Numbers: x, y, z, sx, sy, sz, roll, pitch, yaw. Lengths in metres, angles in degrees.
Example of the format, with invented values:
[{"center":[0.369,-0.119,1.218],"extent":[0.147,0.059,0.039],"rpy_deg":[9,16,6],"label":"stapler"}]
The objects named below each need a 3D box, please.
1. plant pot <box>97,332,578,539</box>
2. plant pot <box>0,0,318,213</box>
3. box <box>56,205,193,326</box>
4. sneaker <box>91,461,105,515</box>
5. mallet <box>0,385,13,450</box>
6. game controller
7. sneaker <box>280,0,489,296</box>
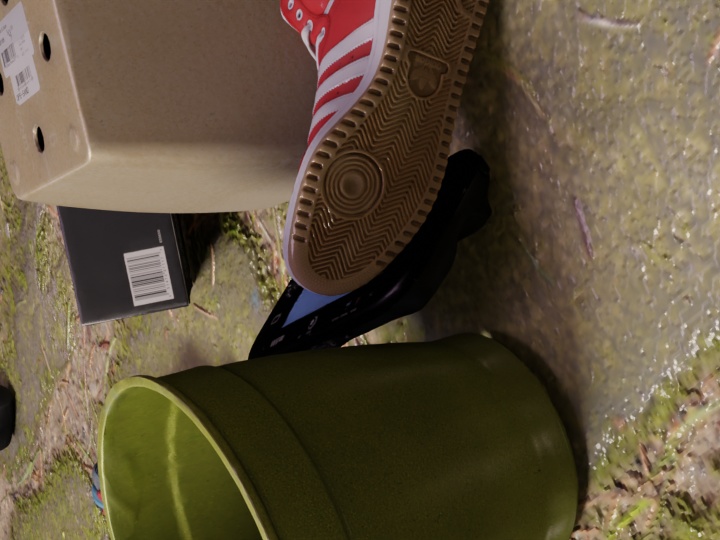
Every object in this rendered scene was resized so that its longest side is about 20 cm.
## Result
[{"center":[-0.001,0.120,0.802],"extent":[0.200,0.193,0.201],"rpy_deg":[35,134,47],"label":"plant pot"},{"center":[-0.114,-0.129,0.914],"extent":[0.200,0.177,0.200],"rpy_deg":[-13,91,60],"label":"plant pot"},{"center":[-0.170,-0.072,1.084],"extent":[0.141,0.079,0.200],"rpy_deg":[-123,22,-85],"label":"box"},{"center":[-0.137,0.132,1.180],"extent":[0.200,0.079,0.096],"rpy_deg":[-12,82,52],"label":"sneaker"},{"center":[-0.402,0.094,1.637],"extent":[0.200,0.041,0.066],"rpy_deg":[59,147,35],"label":"mallet"},{"center":[0.000,0.000,0.861],"extent":[0.042,0.104,0.200],"rpy_deg":[45,150,-9],"label":"game controller"},{"center":[-0.005,-0.087,0.805],"extent":[0.112,0.071,0.200],"rpy_deg":[14,81,59],"label":"sneaker"}]
